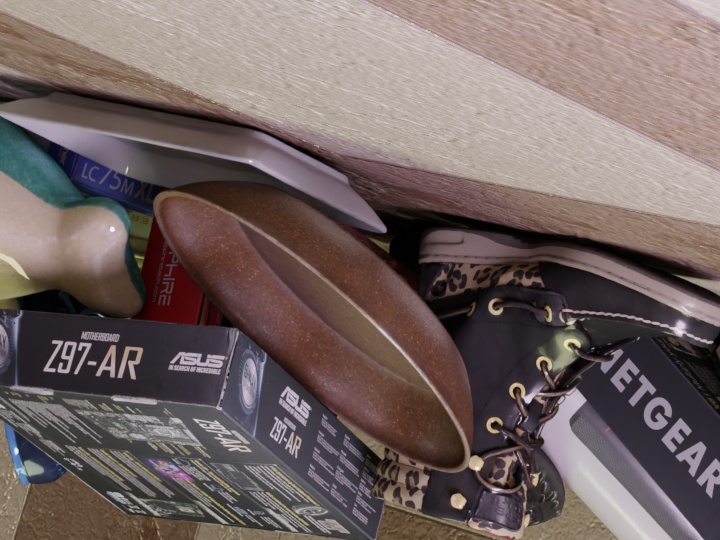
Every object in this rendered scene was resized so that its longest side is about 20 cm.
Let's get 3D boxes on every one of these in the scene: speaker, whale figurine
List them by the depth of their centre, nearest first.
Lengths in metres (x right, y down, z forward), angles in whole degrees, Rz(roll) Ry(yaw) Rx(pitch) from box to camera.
[{"bbox_3d":[-0.195,-0.041,1.539,0.199,0.104,0.159,15,139,23],"label":"whale figurine"},{"bbox_3d":[0.167,0.117,1.656,0.200,0.081,0.081,48,175,0],"label":"speaker"}]

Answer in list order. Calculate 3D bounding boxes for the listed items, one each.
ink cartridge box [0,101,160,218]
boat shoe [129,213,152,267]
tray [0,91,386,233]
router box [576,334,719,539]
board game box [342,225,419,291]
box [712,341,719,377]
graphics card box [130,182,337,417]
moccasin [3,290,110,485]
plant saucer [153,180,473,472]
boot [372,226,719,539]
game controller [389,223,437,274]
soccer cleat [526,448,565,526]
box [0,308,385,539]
[{"bbox_3d":[-0.160,-0.062,1.643,0.200,0.042,0.119,11,173,43],"label":"ink cartridge box"},{"bbox_3d":[-0.118,-0.024,1.801,0.073,0.063,0.201,17,176,4],"label":"boat shoe"},{"bbox_3d":[-0.085,-0.059,1.453,0.200,0.022,0.107,13,172,44],"label":"tray"},{"bbox_3d":[0.201,0.095,1.537,0.157,0.052,0.200,22,-157,-49],"label":"router box"},{"bbox_3d":[0.000,0.000,1.702,0.103,0.019,0.200,35,175,-9],"label":"board game box"},{"bbox_3d":[0.277,0.108,1.489,0.200,0.036,0.143,33,-163,-12],"label":"box"},{"bbox_3d":[-0.063,0.034,1.608,0.051,0.126,0.200,1,158,22],"label":"graphics card box"},{"bbox_3d":[-0.164,0.030,1.621,0.068,0.200,0.081,-4,141,2],"label":"moccasin"},{"bbox_3d":[-0.015,0.019,1.413,0.200,0.037,0.200,38,165,12],"label":"plant saucer"},{"bbox_3d":[0.089,0.061,1.462,0.200,0.151,0.073,12,174,44],"label":"boot"},{"bbox_3d":[0.069,0.004,1.653,0.104,0.042,0.200,32,175,-2],"label":"game controller"},{"bbox_3d":[0.052,0.076,1.615,0.068,0.073,0.200,-25,135,25],"label":"soccer cleat"},{"bbox_3d":[-0.095,0.082,1.508,0.160,0.044,0.200,3,157,27],"label":"box"}]
